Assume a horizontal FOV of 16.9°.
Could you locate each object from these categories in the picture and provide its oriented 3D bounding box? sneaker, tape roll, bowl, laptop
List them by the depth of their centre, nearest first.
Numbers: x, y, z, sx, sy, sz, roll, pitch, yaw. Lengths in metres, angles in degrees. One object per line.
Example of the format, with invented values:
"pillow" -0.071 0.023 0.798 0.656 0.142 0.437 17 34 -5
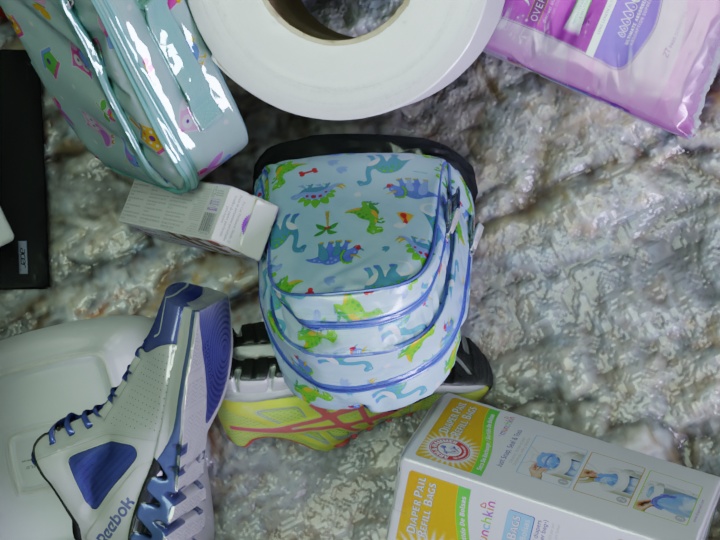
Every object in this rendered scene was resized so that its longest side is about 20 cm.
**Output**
"tape roll" -0.006 -0.202 1.586 0.201 0.139 0.204 1 96 7
"sneaker" -0.158 0.104 1.600 0.115 0.081 0.201 13 100 16
"sneaker" -0.008 0.083 1.672 0.199 0.091 0.078 0 37 -4
"bowl" -0.215 0.135 1.698 0.199 0.075 0.201 -14 79 10
"laptop" -0.339 -0.064 1.776 0.199 0.103 0.178 -11 78 35

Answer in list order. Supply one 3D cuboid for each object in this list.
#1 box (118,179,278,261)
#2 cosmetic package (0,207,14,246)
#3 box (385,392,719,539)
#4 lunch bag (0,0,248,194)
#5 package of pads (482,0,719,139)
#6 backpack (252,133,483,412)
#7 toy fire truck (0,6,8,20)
"box" -0.112 -0.038 1.647 0.039 0.200 0.042 24 84 -23
"cosmetic package" -0.330 -0.090 1.667 0.101 0.074 0.201 -26 100 -21
"box" 0.123 0.175 1.591 0.199 0.101 0.113 17 118 13
"lunch bag" -0.162 -0.150 1.594 0.077 0.201 0.160 -39 33 -18
"package of pads" 0.163 -0.183 1.665 0.199 0.076 0.121 25 93 14
"backpack" 0.000 0.000 1.604 0.162 0.154 0.201 1 60 3
"toy fire truck" -0.261 -0.201 1.705 0.128 0.176 0.201 28 91 13
